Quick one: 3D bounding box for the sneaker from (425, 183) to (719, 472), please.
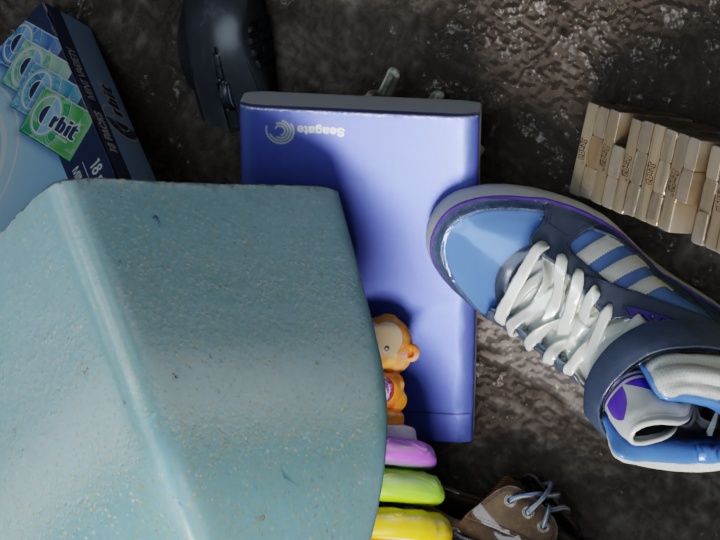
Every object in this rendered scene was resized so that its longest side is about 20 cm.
[{"bbox_3d":[0.125,0.034,1.305,0.200,0.147,0.081,28,111,-8],"label":"sneaker"}]

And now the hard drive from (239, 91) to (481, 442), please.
[{"bbox_3d":[0.000,0.000,1.394,0.131,0.025,0.201,3,115,7],"label":"hard drive"}]

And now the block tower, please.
[{"bbox_3d":[0.191,-0.041,1.291,0.200,0.054,0.058,30,113,55],"label":"block tower"}]

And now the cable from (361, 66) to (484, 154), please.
[{"bbox_3d":[-0.010,-0.018,1.429,0.097,0.050,0.200,42,113,-6],"label":"cable"}]

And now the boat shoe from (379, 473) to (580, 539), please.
[{"bbox_3d":[0.084,0.154,1.403,0.199,0.072,0.073,8,99,18],"label":"boat shoe"}]

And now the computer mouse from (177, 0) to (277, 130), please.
[{"bbox_3d":[-0.073,-0.074,1.444,0.058,0.034,0.201,-6,97,19],"label":"computer mouse"}]

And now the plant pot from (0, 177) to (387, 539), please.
[{"bbox_3d":[-0.102,0.089,1.290,0.196,0.196,0.200,-40,62,38],"label":"plant pot"}]

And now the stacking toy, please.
[{"bbox_3d":[0.009,0.123,1.362,0.116,0.110,0.201,0,82,27],"label":"stacking toy"}]

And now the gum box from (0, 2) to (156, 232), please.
[{"bbox_3d":[-0.213,-0.029,1.448,0.200,0.045,0.170,-44,47,20],"label":"gum box"}]
